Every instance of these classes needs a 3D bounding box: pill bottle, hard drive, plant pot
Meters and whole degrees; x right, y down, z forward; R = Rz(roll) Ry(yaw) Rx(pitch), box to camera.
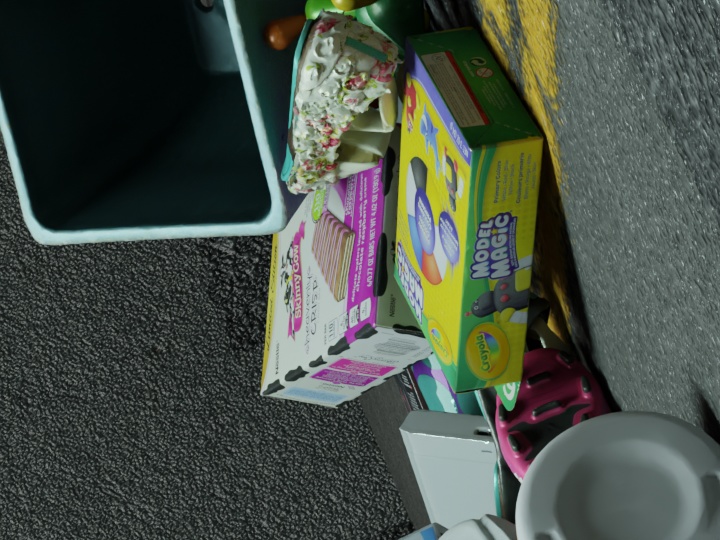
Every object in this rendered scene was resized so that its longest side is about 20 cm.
[{"bbox_3d":[0.142,0.167,1.347,0.201,0.111,0.112,74,173,-53],"label":"pill bottle"},{"bbox_3d":[0.111,0.181,1.801,0.026,0.131,0.201,-54,-43,-41],"label":"hard drive"},{"bbox_3d":[-0.113,-0.149,1.780,0.200,0.194,0.198,-46,-52,-56],"label":"plant pot"}]

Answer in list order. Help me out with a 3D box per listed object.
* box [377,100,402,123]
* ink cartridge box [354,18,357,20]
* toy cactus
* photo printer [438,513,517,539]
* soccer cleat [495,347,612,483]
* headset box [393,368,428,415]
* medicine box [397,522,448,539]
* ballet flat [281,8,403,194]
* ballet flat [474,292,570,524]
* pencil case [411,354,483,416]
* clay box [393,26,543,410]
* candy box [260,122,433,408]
[{"bbox_3d":[-0.017,-0.128,1.938,0.124,0.097,0.201,83,165,-72],"label":"box"},{"bbox_3d":[-0.004,-0.214,1.758,0.099,0.039,0.201,-124,14,-69],"label":"ink cartridge box"},{"bbox_3d":[0.017,-0.138,1.618,0.166,0.102,0.200,56,163,19],"label":"toy cactus"},{"bbox_3d":[0.139,0.233,1.557,0.200,0.069,0.167,31,-163,-49],"label":"photo printer"},{"bbox_3d":[0.133,0.132,1.570,0.201,0.069,0.087,-114,-1,-47],"label":"soccer cleat"},{"bbox_3d":[0.068,0.082,2.052,0.149,0.075,0.201,-147,36,-83],"label":"headset box"},{"bbox_3d":[0.070,0.280,1.692,0.200,0.102,0.183,34,-146,-56],"label":"medicine box"},{"bbox_3d":[-0.011,-0.088,1.584,0.200,0.063,0.076,103,-178,-73],"label":"ballet flat"},{"bbox_3d":[0.109,0.102,1.671,0.068,0.068,0.201,-49,-50,-53],"label":"ballet flat"},{"bbox_3d":[0.075,0.069,1.849,0.201,0.085,0.092,69,159,-3],"label":"pencil case"},{"bbox_3d":[0.058,-0.023,1.546,0.115,0.047,0.201,-117,23,-48],"label":"clay box"},{"bbox_3d":[0.000,0.000,1.751,0.200,0.061,0.137,144,133,-63],"label":"candy box"}]
